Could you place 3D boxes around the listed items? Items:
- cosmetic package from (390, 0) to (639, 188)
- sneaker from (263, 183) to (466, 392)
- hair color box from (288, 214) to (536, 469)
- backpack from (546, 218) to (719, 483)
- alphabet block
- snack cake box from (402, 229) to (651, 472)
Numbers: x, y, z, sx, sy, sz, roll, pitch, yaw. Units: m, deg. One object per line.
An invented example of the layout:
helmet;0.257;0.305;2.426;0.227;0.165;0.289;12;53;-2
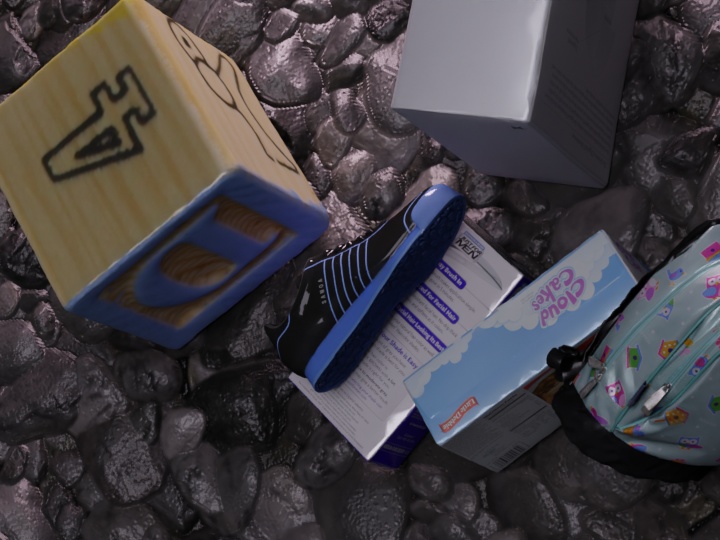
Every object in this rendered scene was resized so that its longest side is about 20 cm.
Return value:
cosmetic package;0.130;-0.190;1.432;0.122;0.199;0.202;6;80;26
sneaker;0.000;0.000;1.456;0.078;0.070;0.200;42;97;24
hair color box;0.046;0.052;1.494;0.109;0.065;0.200;44;100;27
backpack;0.253;0.061;1.301;0.200;0.166;0.127;-54;47;30
alphabet block;-0.178;-0.080;1.561;0.196;0.195;0.201;-37;64;11
snack cake box;0.146;0.066;1.410;0.200;0.115;0.067;-38;59;13
